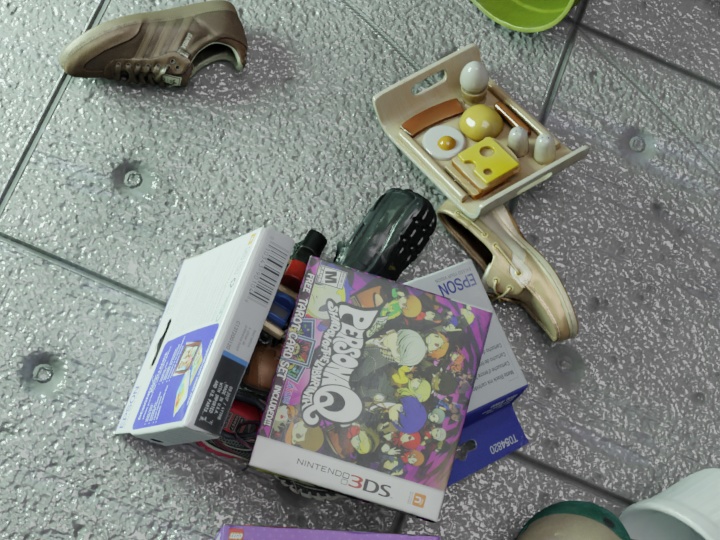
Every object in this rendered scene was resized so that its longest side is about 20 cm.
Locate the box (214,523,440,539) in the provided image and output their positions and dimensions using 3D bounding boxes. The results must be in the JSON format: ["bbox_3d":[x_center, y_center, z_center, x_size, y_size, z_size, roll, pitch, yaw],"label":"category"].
[{"bbox_3d":[-0.035,0.266,1.205,0.198,0.137,0.040,5,72,-9],"label":"box"}]

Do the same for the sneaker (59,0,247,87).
[{"bbox_3d":[-0.214,-0.227,1.363,0.198,0.070,0.076,-19,78,-15],"label":"sneaker"}]

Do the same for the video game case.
[{"bbox_3d":[0.010,0.108,1.180,0.180,0.036,0.202,17,79,-2],"label":"video game case"}]

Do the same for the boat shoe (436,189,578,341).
[{"bbox_3d":[0.151,0.000,1.360,0.069,0.074,0.201,-30,71,-15],"label":"boat shoe"}]

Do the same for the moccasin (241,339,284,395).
[{"bbox_3d":[-0.020,0.106,1.276,0.200,0.074,0.078,20,86,-15],"label":"moccasin"}]

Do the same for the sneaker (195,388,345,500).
[{"bbox_3d":[-0.074,0.169,1.262,0.198,0.075,0.081,16,71,-5],"label":"sneaker"}]

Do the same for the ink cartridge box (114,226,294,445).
[{"bbox_3d":[-0.151,0.067,1.226,0.043,0.200,0.200,28,70,-23],"label":"ink cartridge box"}]

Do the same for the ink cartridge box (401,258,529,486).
[{"bbox_3d":[0.078,0.105,1.275,0.199,0.040,0.202,-19,83,-43],"label":"ink cartridge box"}]

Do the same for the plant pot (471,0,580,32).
[{"bbox_3d":[0.225,-0.398,1.445,0.192,0.201,0.201,-35,81,-30],"label":"plant pot"}]

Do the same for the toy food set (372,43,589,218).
[{"bbox_3d":[0.126,-0.153,1.375,0.143,0.061,0.200,-29,54,-17],"label":"toy food set"}]

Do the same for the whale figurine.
[{"bbox_3d":[0.240,0.306,1.253,0.199,0.160,0.104,37,33,2],"label":"whale figurine"}]

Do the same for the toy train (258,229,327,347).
[{"bbox_3d":[-0.066,0.013,1.270,0.034,0.046,0.200,32,30,-6],"label":"toy train"}]

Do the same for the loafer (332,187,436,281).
[{"bbox_3d":[0.000,0.000,1.339,0.070,0.068,0.201,28,76,41],"label":"loafer"}]

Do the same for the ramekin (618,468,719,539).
[{"bbox_3d":[0.347,0.289,1.239,0.097,0.201,0.201,-28,79,-25],"label":"ramekin"}]
